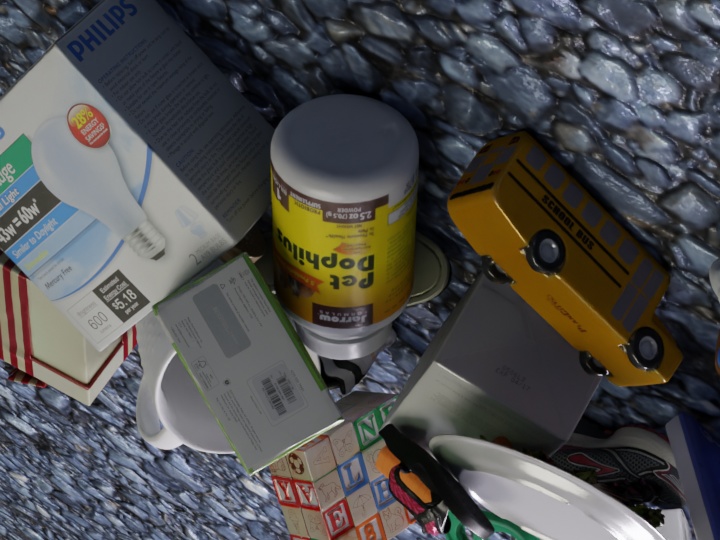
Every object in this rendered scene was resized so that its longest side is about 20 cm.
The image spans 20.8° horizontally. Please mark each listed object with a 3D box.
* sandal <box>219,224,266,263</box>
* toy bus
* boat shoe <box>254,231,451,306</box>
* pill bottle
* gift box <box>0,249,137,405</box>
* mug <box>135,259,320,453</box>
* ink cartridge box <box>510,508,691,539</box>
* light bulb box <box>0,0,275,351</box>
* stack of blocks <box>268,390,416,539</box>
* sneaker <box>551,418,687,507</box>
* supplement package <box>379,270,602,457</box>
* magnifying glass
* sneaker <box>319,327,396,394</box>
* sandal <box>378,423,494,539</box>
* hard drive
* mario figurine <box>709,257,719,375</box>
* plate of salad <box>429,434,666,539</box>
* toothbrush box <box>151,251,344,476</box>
[{"bbox_3d":[-0.139,-0.102,1.617,0.070,0.078,0.212,-40,93,29],"label":"sandal"},{"bbox_3d":[0.153,-0.003,1.404,0.200,0.078,0.065,43,154,-19],"label":"toy bus"},{"bbox_3d":[-0.001,0.002,1.623,0.199,0.075,0.066,-4,165,33],"label":"boat shoe"},{"bbox_3d":[-0.012,-0.027,1.480,0.109,0.109,0.200,24,140,21],"label":"pill bottle"},{"bbox_3d":[-0.283,-0.013,1.818,0.200,0.185,0.187,30,147,16],"label":"gift box"},{"bbox_3d":[-0.140,0.070,1.740,0.147,0.200,0.175,22,-156,-30],"label":"mug"},{"bbox_3d":[0.210,0.254,1.666,0.145,0.085,0.200,-5,169,10],"label":"ink cartridge box"},{"bbox_3d":[-0.190,-0.080,1.524,0.200,0.125,0.198,47,130,-8],"label":"light bulb box"},{"bbox_3d":[0.019,0.165,1.729,0.058,0.200,0.115,2,113,49],"label":"stack of blocks"},{"bbox_3d":[0.213,0.178,1.669,0.200,0.075,0.081,6,144,45],"label":"sneaker"},{"bbox_3d":[0.111,0.087,1.571,0.121,0.120,0.200,31,156,0],"label":"supplement package"},{"bbox_3d":[0.083,0.209,1.598,0.200,0.022,0.080,41,126,36],"label":"magnifying glass"},{"bbox_3d":[-0.056,0.069,1.799,0.074,0.080,0.200,44,156,-27],"label":"sneaker"},{"bbox_3d":[0.049,0.172,1.514,0.075,0.045,0.200,51,174,-17],"label":"sandal"},{"bbox_3d":[0.298,0.205,1.511,0.132,0.025,0.200,42,-161,-19],"label":"hard drive"},{"bbox_3d":[0.305,0.030,1.312,0.123,0.106,0.200,-3,166,-5],"label":"mario figurine"},{"bbox_3d":[0.145,0.164,1.470,0.200,0.048,0.200,25,162,9],"label":"plate of salad"},{"bbox_3d":[-0.086,0.071,1.518,0.146,0.086,0.200,60,175,2],"label":"toothbrush box"}]
